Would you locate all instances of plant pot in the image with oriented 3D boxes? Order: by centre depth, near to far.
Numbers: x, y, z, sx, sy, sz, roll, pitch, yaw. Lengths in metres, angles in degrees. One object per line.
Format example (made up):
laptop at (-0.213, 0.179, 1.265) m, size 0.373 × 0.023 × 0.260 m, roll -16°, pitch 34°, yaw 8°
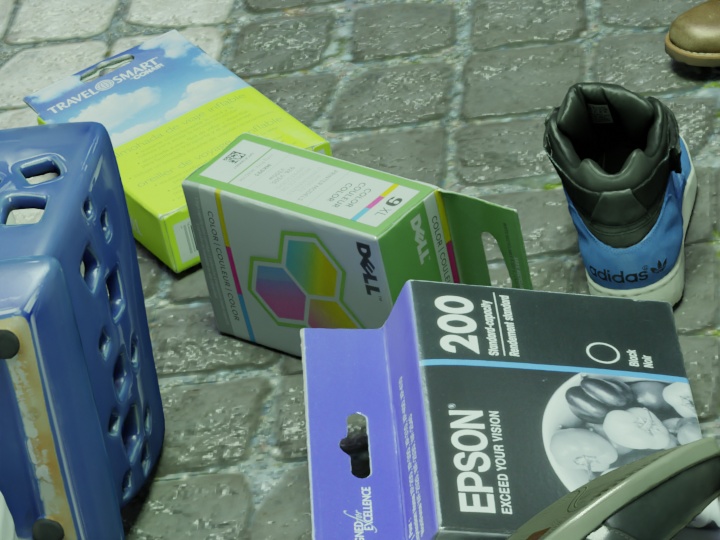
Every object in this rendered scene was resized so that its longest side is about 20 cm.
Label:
plant pot at (-0.214, 0.056, 1.513) m, size 0.199 × 0.201 × 0.180 m, roll -8°, pitch 25°, yaw 4°

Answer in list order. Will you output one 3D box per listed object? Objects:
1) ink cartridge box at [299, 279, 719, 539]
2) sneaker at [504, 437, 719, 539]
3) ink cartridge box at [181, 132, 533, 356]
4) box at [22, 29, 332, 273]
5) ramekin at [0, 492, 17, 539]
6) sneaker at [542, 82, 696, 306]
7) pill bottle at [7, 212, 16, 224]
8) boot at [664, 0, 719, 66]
ink cartridge box at (0.072, 0.080, 1.483) m, size 0.199 × 0.044 × 0.199 m, roll 3°, pitch 36°, yaw -7°
sneaker at (0.110, 0.162, 1.352) m, size 0.200 × 0.107 × 0.075 m, roll -34°, pitch 3°, yaw -30°
ink cartridge box at (0.000, 0.000, 1.629) m, size 0.199 × 0.104 × 0.059 m, roll 17°, pitch 43°, yaw 37°
box at (-0.115, -0.077, 1.835) m, size 0.121 × 0.048 × 0.200 m, roll -26°, pitch 35°, yaw -20°
ramekin at (-0.256, 0.156, 1.407) m, size 0.199 × 0.202 × 0.098 m, roll -9°, pitch 25°, yaw 6°
sneaker at (0.148, -0.072, 1.678) m, size 0.076 × 0.112 × 0.200 m, roll -6°, pitch 33°, yaw 10°
pill bottle at (-0.272, -0.053, 1.803) m, size 0.104 × 0.105 × 0.200 m, roll -17°, pitch 33°, yaw -6°
boot at (0.276, -0.188, 1.842) m, size 0.199 × 0.076 × 0.074 m, roll -23°, pitch 36°, yaw -13°
